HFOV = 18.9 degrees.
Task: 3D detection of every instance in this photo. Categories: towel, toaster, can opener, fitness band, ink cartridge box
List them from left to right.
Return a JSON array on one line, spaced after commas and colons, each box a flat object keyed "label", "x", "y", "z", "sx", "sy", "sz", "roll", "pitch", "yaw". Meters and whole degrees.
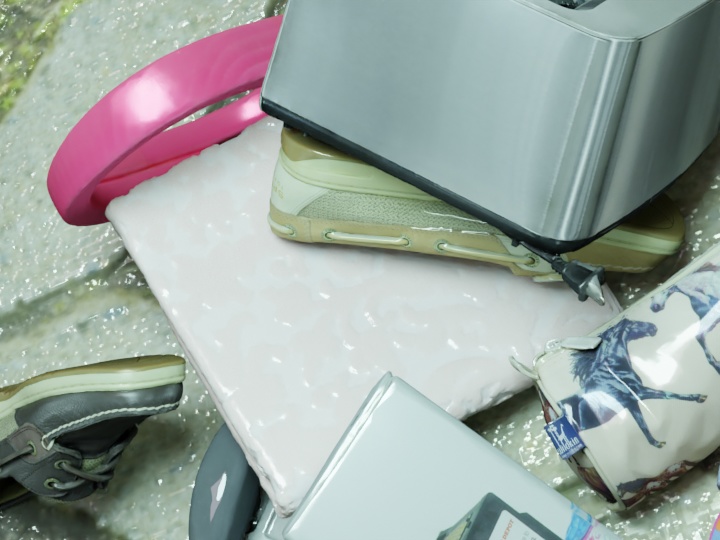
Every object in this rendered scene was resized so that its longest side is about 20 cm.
[{"label": "fitness band", "x": -0.077, "y": -0.079, "z": 1.097, "sx": 0.143, "sy": 0.199, "sz": 0.038, "roll": -36, "pitch": 82, "yaw": 41}, {"label": "can opener", "x": -0.026, "y": 0.060, "z": 1.083, "sx": 0.053, "sy": 0.067, "sz": 0.201, "roll": 18, "pitch": 77, "yaw": 27}, {"label": "towel", "x": 0.000, "y": 0.000, "z": 1.070, "sx": 0.199, "sy": 0.032, "sz": 0.192, "roll": -28, "pitch": 68, "yaw": -15}, {"label": "ink cartridge box", "x": 0.066, "y": 0.138, "z": 0.928, "sx": 0.199, "sy": 0.146, "sz": 0.083, "roll": 35, "pitch": 84, "yaw": 2}, {"label": "toaster", "x": 0.079, "y": -0.105, "z": 0.999, "sx": 0.199, "sy": 0.181, "sz": 0.120, "roll": 28, "pitch": 126, "yaw": 22}]

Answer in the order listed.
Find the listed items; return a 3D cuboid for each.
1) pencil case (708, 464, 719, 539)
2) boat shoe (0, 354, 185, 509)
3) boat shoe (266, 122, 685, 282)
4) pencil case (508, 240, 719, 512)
[{"label": "pencil case", "x": 0.246, "y": 0.132, "z": 0.936, "sx": 0.199, "sy": 0.088, "sz": 0.089, "roll": 28, "pitch": 81, "yaw": 26}, {"label": "boat shoe", "x": -0.147, "y": 0.085, "z": 1.096, "sx": 0.199, "sy": 0.073, "sz": 0.065, "roll": -20, "pitch": 78, "yaw": 53}, {"label": "boat shoe", "x": 0.056, "y": -0.028, "z": 1.043, "sx": 0.199, "sy": 0.064, "sz": 0.073, "roll": 10, "pitch": 32, "yaw": -5}, {"label": "pencil case", "x": 0.171, "y": 0.024, "z": 1.007, "sx": 0.199, "sy": 0.090, "sz": 0.078, "roll": -37, "pitch": 21, "yaw": 5}]
